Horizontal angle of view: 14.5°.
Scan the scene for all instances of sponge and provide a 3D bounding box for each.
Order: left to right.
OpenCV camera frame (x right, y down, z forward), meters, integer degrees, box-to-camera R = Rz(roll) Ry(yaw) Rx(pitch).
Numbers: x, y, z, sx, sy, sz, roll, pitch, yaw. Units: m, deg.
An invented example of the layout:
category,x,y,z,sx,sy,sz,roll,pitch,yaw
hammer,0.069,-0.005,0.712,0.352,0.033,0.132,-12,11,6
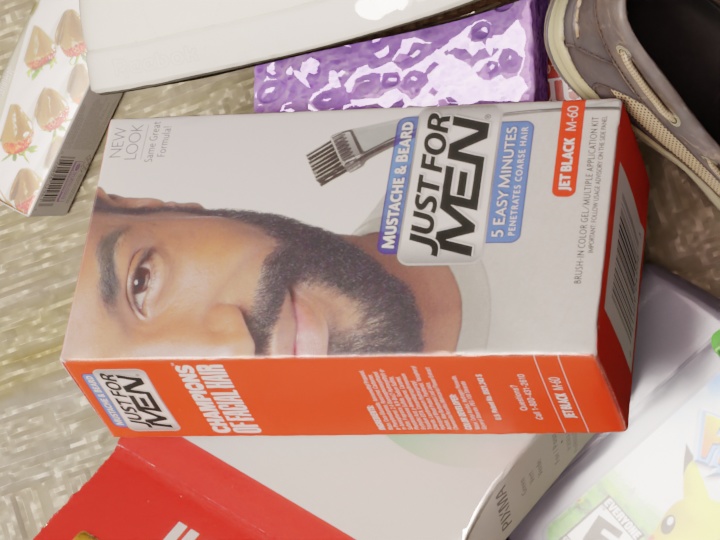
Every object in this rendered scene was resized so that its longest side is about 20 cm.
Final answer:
category,x,y,z,sx,sy,sz,roll,pitch,yaw
sponge,0.016,-0.156,1.067,0.112,0.030,0.200,1,94,18

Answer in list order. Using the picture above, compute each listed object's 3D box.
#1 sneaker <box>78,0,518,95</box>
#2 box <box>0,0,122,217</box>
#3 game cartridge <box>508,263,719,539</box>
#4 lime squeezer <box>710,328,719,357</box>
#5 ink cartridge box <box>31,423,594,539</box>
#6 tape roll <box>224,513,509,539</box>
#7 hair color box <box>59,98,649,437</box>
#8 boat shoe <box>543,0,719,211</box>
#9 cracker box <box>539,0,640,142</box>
category,x,y,z,sx,sy,sz,roll,pitch,yaw
sneaker,-0.017,-0.121,1.025,0.200,0.073,0.085,-10,92,20
box,-0.104,-0.117,1.162,0.039,0.041,0.200,29,101,15
game cartridge,0.142,0.102,1.094,0.133,0.040,0.200,-43,79,11
lime squeezer,0.186,0.079,1.031,0.038,0.071,0.200,-40,111,-2
ink cartridge box,-0.019,0.067,1.064,0.161,0.050,0.200,28,60,30
tape roll,-0.006,0.187,1.119,0.200,0.085,0.200,1,93,17
hair color box,0.000,0.000,1.042,0.200,0.064,0.111,-2,58,17
boat shoe,0.157,-0.047,1.034,0.200,0.073,0.075,30,88,-9
cracker box,0.039,-0.142,1.106,0.134,0.058,0.200,-6,91,18
